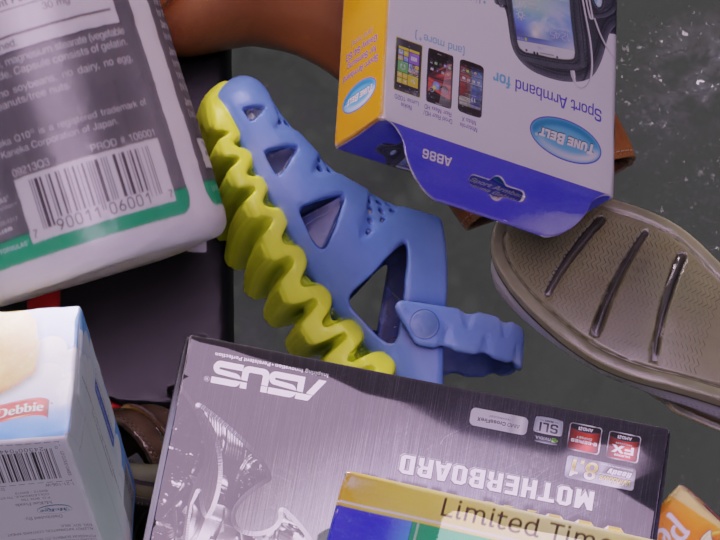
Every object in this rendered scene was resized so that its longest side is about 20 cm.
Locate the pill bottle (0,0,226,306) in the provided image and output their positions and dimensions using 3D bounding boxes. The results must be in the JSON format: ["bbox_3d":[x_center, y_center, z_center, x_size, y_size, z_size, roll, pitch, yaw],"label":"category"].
[{"bbox_3d":[-0.136,-0.094,1.141,0.113,0.113,0.200,-17,89,-6],"label":"pill bottle"}]

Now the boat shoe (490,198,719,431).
[{"bbox_3d":[0.145,0.033,1.178,0.200,0.068,0.075,27,72,10],"label":"boat shoe"}]

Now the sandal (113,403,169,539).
[{"bbox_3d":[-0.084,0.090,1.161,0.201,0.080,0.057,9,52,-3],"label":"sandal"}]

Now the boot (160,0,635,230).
[{"bbox_3d":[0.014,-0.085,1.210,0.200,0.077,0.155,-18,79,-22],"label":"boot"}]

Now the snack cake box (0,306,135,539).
[{"bbox_3d":[-0.195,0.082,1.060,0.200,0.115,0.067,-5,49,5],"label":"snack cake box"}]

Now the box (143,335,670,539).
[{"bbox_3d":[0.012,0.123,1.091,0.200,0.048,0.158,12,73,-2],"label":"box"}]

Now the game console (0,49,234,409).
[{"bbox_3d":[-0.145,-0.030,1.216,0.177,0.031,0.200,1,74,-7],"label":"game console"}]

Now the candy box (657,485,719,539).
[{"bbox_3d":[0.106,0.201,1.132,0.115,0.055,0.200,43,76,11],"label":"candy box"}]

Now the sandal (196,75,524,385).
[{"bbox_3d":[0.000,0.000,1.179,0.087,0.079,0.200,-34,93,-15],"label":"sandal"}]

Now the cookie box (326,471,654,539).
[{"bbox_3d":[0.054,0.191,1.000,0.171,0.075,0.200,12,74,9],"label":"cookie box"}]

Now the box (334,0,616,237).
[{"bbox_3d":[0.051,-0.109,1.154,0.119,0.041,0.200,17,65,-29],"label":"box"}]
